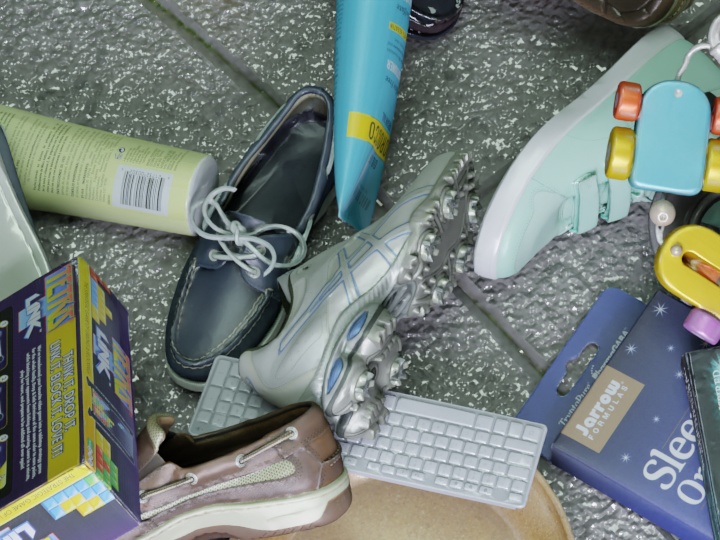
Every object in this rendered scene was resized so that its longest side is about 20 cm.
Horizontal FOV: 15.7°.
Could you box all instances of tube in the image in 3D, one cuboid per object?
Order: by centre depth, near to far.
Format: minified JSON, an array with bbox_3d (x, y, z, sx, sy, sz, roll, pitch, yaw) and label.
[{"bbox_3d":[0.003,-0.121,1.569,0.050,0.077,0.201,2,78,18],"label":"tube"},{"bbox_3d":[-0.187,-0.065,1.607,0.199,0.052,0.058,11,30,15],"label":"tube"}]

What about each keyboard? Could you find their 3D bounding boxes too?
[{"bbox_3d":[0.004,0.091,1.484,0.199,0.011,0.056,12,62,12],"label":"keyboard"}]

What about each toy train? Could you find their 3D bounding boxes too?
[{"bbox_3d":[0.226,-0.042,1.490,0.150,0.056,0.201,-31,90,-2],"label":"toy train"}]

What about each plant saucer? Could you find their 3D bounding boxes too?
[{"bbox_3d":[0.023,0.178,1.461,0.199,0.035,0.201,-3,61,5],"label":"plant saucer"}]

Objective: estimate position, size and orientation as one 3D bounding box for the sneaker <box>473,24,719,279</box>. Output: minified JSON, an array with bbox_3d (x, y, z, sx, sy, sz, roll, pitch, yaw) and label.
[{"bbox_3d":[0.163,-0.048,1.550,0.118,0.074,0.200,39,72,19],"label":"sneaker"}]

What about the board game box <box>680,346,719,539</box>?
[{"bbox_3d":[0.259,0.131,1.437,0.135,0.028,0.201,-6,64,-1],"label":"board game box"}]

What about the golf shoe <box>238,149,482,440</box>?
[{"bbox_3d":[0.000,0.000,1.504,0.097,0.078,0.200,16,54,25],"label":"golf shoe"}]

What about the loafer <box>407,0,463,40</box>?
[{"bbox_3d":[-0.001,-0.235,1.634,0.072,0.063,0.200,-35,87,-25],"label":"loafer"}]

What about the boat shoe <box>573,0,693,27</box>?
[{"bbox_3d":[0.120,-0.210,1.617,0.200,0.076,0.072,40,111,20],"label":"boat shoe"}]

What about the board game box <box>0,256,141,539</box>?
[{"bbox_3d":[-0.204,0.102,1.434,0.165,0.057,0.200,-29,32,12],"label":"board game box"}]

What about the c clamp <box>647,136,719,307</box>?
[{"bbox_3d":[0.276,-0.024,1.524,0.199,0.027,0.171,-28,94,-1],"label":"c clamp"}]

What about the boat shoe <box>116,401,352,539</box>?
[{"bbox_3d":[-0.109,0.113,1.442,0.201,0.075,0.075,-12,16,0],"label":"boat shoe"}]

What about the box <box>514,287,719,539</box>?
[{"bbox_3d":[0.196,0.092,1.496,0.199,0.032,0.121,29,68,20],"label":"box"}]

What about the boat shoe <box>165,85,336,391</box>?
[{"bbox_3d":[-0.062,-0.021,1.560,0.075,0.062,0.200,24,66,18],"label":"boat shoe"}]

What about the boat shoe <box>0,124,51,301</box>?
[{"bbox_3d":[-0.217,-0.011,1.561,0.072,0.062,0.201,-19,84,10],"label":"boat shoe"}]
